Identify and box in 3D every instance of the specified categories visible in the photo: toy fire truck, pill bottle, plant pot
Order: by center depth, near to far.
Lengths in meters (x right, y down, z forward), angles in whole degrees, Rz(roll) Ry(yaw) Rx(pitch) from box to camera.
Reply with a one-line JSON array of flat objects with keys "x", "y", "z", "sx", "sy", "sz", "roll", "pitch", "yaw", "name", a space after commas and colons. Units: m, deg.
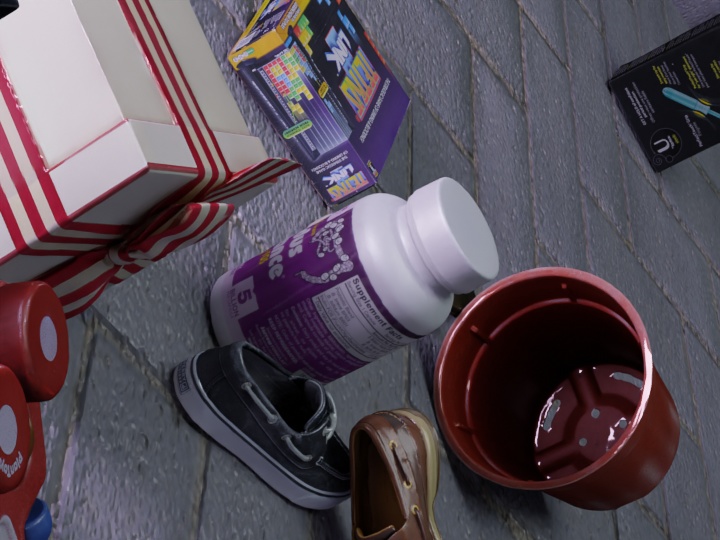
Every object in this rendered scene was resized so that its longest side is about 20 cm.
[{"x": -0.214, "y": 0.105, "z": 1.098, "sx": 0.200, "sy": 0.112, "sz": 0.168, "roll": -74, "pitch": 156, "yaw": -59, "name": "toy fire truck"}, {"x": -0.003, "y": 0.011, "z": 1.517, "sx": 0.112, "sy": 0.200, "sz": 0.112, "roll": 48, "pitch": 26, "yaw": -32, "name": "pill bottle"}, {"x": 0.193, "y": 0.123, "z": 1.859, "sx": 0.195, "sy": 0.200, "sz": 0.201, "roll": 40, "pitch": 30, "yaw": -59, "name": "plant pot"}]

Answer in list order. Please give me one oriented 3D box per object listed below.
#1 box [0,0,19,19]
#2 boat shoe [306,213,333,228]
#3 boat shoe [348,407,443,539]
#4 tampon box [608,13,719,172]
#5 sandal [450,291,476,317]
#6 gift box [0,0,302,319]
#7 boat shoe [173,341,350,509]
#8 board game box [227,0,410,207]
[{"x": -0.292, "y": -0.110, "z": 1.019, "sx": 0.159, "sy": 0.200, "sz": 0.046, "roll": -10, "pitch": 76, "yaw": -66, "name": "box"}, {"x": 0.000, "y": 0.000, "z": 1.679, "sx": 0.075, "sy": 0.093, "sz": 0.200, "roll": 53, "pitch": 24, "yaw": -21, "name": "boat shoe"}, {"x": 0.022, "y": 0.201, "z": 1.504, "sx": 0.068, "sy": 0.072, "sz": 0.201, "roll": 3, "pitch": 79, "yaw": -54, "name": "boat shoe"}, {"x": 0.475, "y": -0.256, "z": 2.878, "sx": 0.150, "sy": 0.200, "sz": 0.126, "roll": 61, "pitch": 22, "yaw": -7, "name": "tampon box"}, {"x": 0.064, "y": 0.008, "z": 1.878, "sx": 0.200, "sy": 0.054, "sz": 0.082, "roll": 19, "pitch": 52, "yaw": -79, "name": "sandal"}, {"x": -0.164, "y": -0.083, "z": 1.294, "sx": 0.200, "sy": 0.184, "sz": 0.187, "roll": -1, "pitch": 64, "yaw": -59, "name": "gift box"}, {"x": -0.049, "y": 0.108, "z": 1.480, "sx": 0.200, "sy": 0.068, "sz": 0.072, "roll": 43, "pitch": 29, "yaw": -42, "name": "boat shoe"}, {"x": -0.033, "y": -0.172, "z": 1.854, "sx": 0.165, "sy": 0.057, "sz": 0.200, "roll": 54, "pitch": 23, "yaw": -17, "name": "board game box"}]
